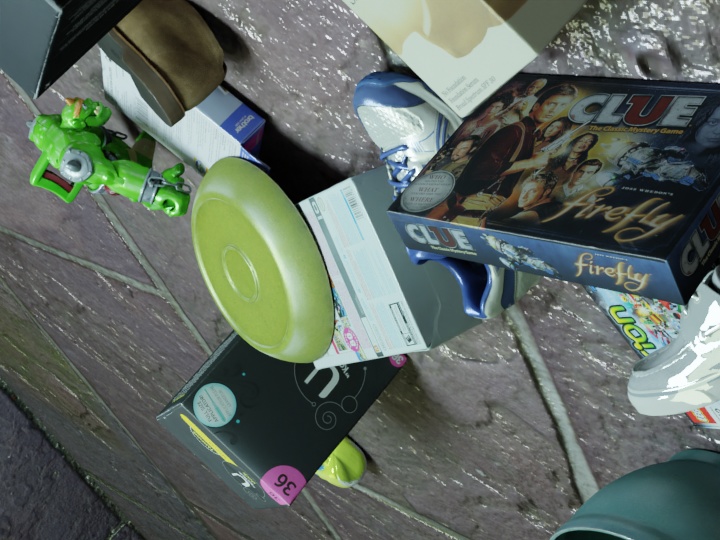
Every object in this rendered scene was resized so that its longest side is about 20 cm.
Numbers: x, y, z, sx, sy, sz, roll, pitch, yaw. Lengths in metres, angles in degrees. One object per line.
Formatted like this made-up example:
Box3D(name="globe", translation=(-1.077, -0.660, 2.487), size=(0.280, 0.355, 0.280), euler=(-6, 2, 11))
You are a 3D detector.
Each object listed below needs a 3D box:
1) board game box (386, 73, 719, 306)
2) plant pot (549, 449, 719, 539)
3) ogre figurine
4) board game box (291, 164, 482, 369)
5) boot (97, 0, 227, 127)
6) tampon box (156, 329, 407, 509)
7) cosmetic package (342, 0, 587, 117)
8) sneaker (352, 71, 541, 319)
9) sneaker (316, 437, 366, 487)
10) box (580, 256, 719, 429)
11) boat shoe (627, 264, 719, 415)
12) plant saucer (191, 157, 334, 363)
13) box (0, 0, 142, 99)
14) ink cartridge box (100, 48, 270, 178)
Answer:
Box3D(name="board game box", translation=(0.128, -0.055, 0.672), size=(0.200, 0.136, 0.035), euler=(13, 144, 46))
Box3D(name="plant pot", translation=(0.270, 0.231, 0.946), size=(0.200, 0.134, 0.200), euler=(31, 149, 22))
Box3D(name="ogre figurine", translation=(-0.247, -0.105, 1.122), size=(0.120, 0.098, 0.200), euler=(16, -148, -36))
Box3D(name="board game box", translation=(0.000, 0.000, 0.990), size=(0.200, 0.064, 0.148), euler=(-17, 97, 60))
Box3D(name="boot", translation=(-0.186, -0.209, 0.976), size=(0.200, 0.075, 0.074), euler=(48, 170, 20))
Box3D(name="tampon box", translation=(-0.083, 0.123, 1.212), size=(0.150, 0.200, 0.126), euler=(43, 156, -7))
Box3D(name="cosmetic package", translation=(0.027, -0.193, 0.665), size=(0.200, 0.071, 0.105), euler=(43, 157, -5))
Box3D(name="sneaker", translation=(0.057, -0.052, 0.844), size=(0.200, 0.088, 0.075), euler=(47, 157, -10))
Box3D(name="sneaker", translation=(-0.087, 0.215, 1.532), size=(0.200, 0.076, 0.105), euler=(45, 157, -11))
Box3D(name="box", translation=(0.223, 0.031, 0.801), size=(0.200, 0.035, 0.110), euler=(49, 155, -17))
Box3D(name="boat shoe", translation=(0.230, 0.026, 0.696), size=(0.069, 0.072, 0.200), euler=(54, 138, -2))
Box3D(name="plant saucer", translation=(-0.097, -0.002, 1.045), size=(0.200, 0.031, 0.200), euler=(36, 141, 37))
Box3D(name="box", translation=(-0.156, -0.219, 0.732), size=(0.079, 0.200, 0.141), euler=(41, 156, -5))
Box3D(name="ink cartridge box", translation=(-0.152, -0.139, 1.066), size=(0.200, 0.042, 0.119), euler=(41, 158, 8))
